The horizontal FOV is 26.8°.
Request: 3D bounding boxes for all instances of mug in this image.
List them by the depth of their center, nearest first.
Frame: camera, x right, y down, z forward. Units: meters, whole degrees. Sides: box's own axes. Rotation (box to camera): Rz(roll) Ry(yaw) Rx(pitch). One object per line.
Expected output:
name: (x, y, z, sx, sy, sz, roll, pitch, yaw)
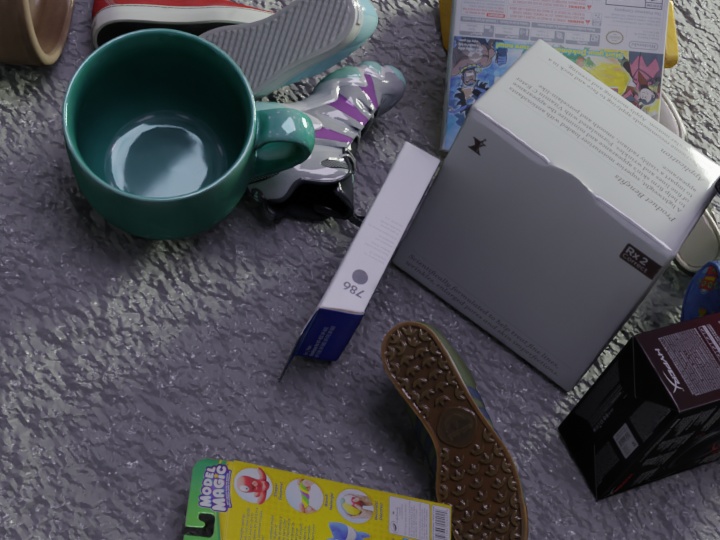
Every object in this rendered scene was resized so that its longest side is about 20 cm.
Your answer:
mug: (-0.147, -0.094, 1.226, 0.184, 0.115, 0.152, 32, 70, 7)

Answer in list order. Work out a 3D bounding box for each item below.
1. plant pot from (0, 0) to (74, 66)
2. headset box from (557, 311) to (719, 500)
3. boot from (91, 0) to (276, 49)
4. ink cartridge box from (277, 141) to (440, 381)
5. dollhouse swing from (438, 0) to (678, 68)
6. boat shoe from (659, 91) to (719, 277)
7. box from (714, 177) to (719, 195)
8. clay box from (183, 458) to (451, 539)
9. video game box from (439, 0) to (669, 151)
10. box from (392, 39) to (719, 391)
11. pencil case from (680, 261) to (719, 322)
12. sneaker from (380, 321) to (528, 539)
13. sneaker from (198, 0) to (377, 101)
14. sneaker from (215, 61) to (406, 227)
plant pot: (-0.344, -0.279, 1.278, 0.173, 0.201, 0.201, 4, 50, 2)
headset box: (0.284, 0.100, 1.240, 0.199, 0.149, 0.075, -13, 61, -28)
boot: (-0.147, -0.256, 1.402, 0.198, 0.073, 0.145, 5, 51, -14)
ink cartridge box: (0.000, 0.000, 1.214, 0.039, 0.100, 0.201, 29, 62, 0)
dollhouse swing: (0.193, -0.189, 1.507, 0.199, 0.177, 0.182, -2, 13, -23)
boat shoe: (0.291, -0.082, 1.429, 0.066, 0.057, 0.201, -21, 71, 9)
box: (0.376, -0.018, 1.243, 0.199, 0.050, 0.200, 58, 26, -2)
clay box: (-0.034, 0.210, 1.094, 0.199, 0.048, 0.115, 13, 50, -11)
video game box: (0.178, -0.191, 1.381, 0.198, 0.047, 0.184, 5, 91, -2)
box: (0.163, -0.044, 1.272, 0.198, 0.200, 0.131, 37, 47, 8)
pencil case: (0.388, 0.060, 1.362, 0.199, 0.078, 0.087, 19, 74, -8)
sneaker: (0.080, 0.130, 1.187, 0.067, 0.090, 0.201, -25, 88, 9)
sneaker: (-0.071, -0.188, 1.334, 0.082, 0.199, 0.074, -1, 77, -63)
sneaker: (-0.017, -0.097, 1.330, 0.199, 0.078, 0.140, -26, 67, -25)
